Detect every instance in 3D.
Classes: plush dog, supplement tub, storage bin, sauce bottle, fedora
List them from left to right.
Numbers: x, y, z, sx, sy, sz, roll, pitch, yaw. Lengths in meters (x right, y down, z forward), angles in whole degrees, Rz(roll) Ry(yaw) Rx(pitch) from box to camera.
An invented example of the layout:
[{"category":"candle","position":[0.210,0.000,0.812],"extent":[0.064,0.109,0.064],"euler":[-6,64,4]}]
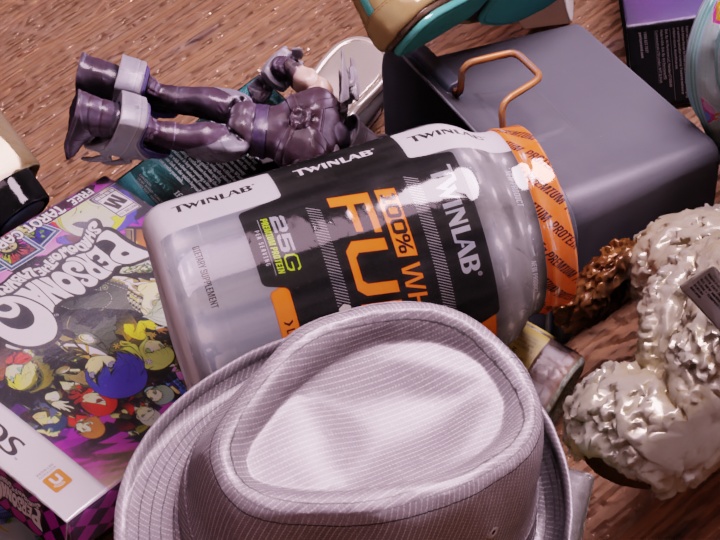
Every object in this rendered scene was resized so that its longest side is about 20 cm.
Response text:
[{"category":"fedora","position":[-0.002,0.081,0.612],"extent":[0.198,0.091,0.178],"euler":[-14,56,-17]},{"category":"supplement tub","position":[0.000,0.000,0.752],"extent":[0.198,0.123,0.123],"euler":[-18,45,-9]},{"category":"sauce bottle","position":[0.027,0.026,0.845],"extent":[0.199,0.065,0.065],"euler":[31,61,18]},{"category":"storage bin","position":[0.115,-0.071,0.902],"extent":[0.133,0.146,0.200],"euler":[-21,44,-18]},{"category":"plush dog","position":[0.195,0.018,0.766],"extent":[0.198,0.162,0.172],"euler":[4,20,-10]}]

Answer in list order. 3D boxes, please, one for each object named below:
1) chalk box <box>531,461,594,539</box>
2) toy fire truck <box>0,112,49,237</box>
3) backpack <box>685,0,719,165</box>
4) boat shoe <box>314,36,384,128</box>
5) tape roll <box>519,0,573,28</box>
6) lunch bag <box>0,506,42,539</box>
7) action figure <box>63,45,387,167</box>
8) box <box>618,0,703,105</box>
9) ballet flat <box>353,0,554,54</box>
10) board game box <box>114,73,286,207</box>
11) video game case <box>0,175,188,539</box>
[{"category":"chalk box","position":[-0.008,0.147,0.697],"extent":[0.198,0.124,0.126],"euler":[15,52,5]},{"category":"toy fire truck","position":[-0.323,-0.026,1.008],"extent":[0.176,0.200,0.129],"euler":[-36,85,-31]},{"category":"backpack","position":[0.271,-0.121,0.822],"extent":[0.153,0.200,0.176],"euler":[34,80,32]},{"category":"boat shoe","position":[-0.047,-0.074,1.012],"extent":[0.067,0.057,0.200],"euler":[36,69,21]},{"category":"tape roll","position":[0.119,-0.268,1.033],"extent":[0.037,0.204,0.204],"euler":[-6,46,12]},{"category":"lunch bag","position":[-0.196,0.068,0.899],"extent":[0.160,0.083,0.200],"euler":[-36,49,-22]},{"category":"action figure","position":[-0.077,-0.088,0.919],"extent":[0.198,0.070,0.131],"euler":[9,53,-7]},{"category":"box","position":[0.244,-0.210,1.027],"extent":[0.140,0.079,0.201],"euler":[-6,47,8]},{"category":"ballet flat","position":[0.063,-0.177,0.874],"extent":[0.063,0.069,0.199],"euler":[52,38,9]},{"category":"board game box","position":[-0.049,-0.021,0.932],"extent":[0.135,0.028,0.200],"euler":[-38,64,-16]},{"category":"video game case","position":[-0.149,0.042,0.822],"extent":[0.181,0.036,0.200],"euler":[33,47,24]}]
